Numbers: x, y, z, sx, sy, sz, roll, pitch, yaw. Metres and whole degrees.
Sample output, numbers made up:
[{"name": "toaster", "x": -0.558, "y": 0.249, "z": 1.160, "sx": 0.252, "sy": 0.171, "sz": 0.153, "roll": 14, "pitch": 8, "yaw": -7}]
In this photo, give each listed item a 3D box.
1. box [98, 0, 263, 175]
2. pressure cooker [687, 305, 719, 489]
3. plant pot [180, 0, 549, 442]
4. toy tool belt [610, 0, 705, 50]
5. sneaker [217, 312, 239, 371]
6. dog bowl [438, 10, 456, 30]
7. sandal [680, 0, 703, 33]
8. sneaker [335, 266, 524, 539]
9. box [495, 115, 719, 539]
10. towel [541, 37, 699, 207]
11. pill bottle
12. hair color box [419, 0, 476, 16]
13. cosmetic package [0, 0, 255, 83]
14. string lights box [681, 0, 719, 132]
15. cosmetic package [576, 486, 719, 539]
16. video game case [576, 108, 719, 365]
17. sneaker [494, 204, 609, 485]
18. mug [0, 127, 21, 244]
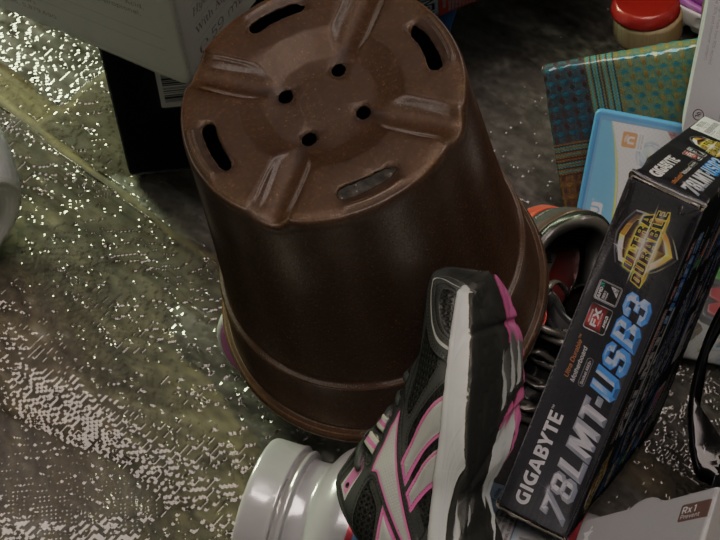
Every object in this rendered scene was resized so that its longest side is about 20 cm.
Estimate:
[{"name": "box", "x": -0.117, "y": -0.206, "z": 1.169, "sx": 0.123, "sy": 0.201, "sz": 0.198, "roll": -6, "pitch": 56, "yaw": -1}, {"name": "pressure cooker", "x": 0.288, "y": 0.079, "z": 0.985, "sx": 0.198, "sy": 0.180, "sz": 0.176, "roll": 21, "pitch": 44, "yaw": 15}, {"name": "plant pot", "x": -0.003, "y": -0.040, "z": 0.951, "sx": 0.198, "sy": 0.199, "sz": 0.202, "roll": -5, "pitch": 58, "yaw": 9}, {"name": "toy tool belt", "x": 0.268, "y": -0.131, "z": 1.164, "sx": 0.198, "sy": 0.124, "sz": 0.126, "roll": 1, "pitch": 44, "yaw": 9}, {"name": "sneaker", "x": 0.000, "y": 0.000, "z": 1.107, "sx": 0.198, "sy": 0.081, "sz": 0.089, "roll": -11, "pitch": 40, "yaw": -9}, {"name": "dog bowl", "x": 0.013, "y": -0.166, "z": 1.227, "sx": 0.110, "sy": 0.050, "sz": 0.201, "roll": 10, "pitch": 57, "yaw": 3}, {"name": "sandal", "x": 0.314, "y": -0.188, "z": 1.235, "sx": 0.201, "sy": 0.050, "sz": 0.083, "roll": 9, "pitch": 57, "yaw": 7}, {"name": "sneaker", "x": 0.027, "y": 0.097, "z": 0.880, "sx": 0.086, "sy": 0.080, "sz": 0.202, "roll": 7, "pitch": 90, "yaw": 24}, {"name": "box", "x": 0.155, "y": 0.026, "z": 0.960, "sx": 0.049, "sy": 0.202, "sz": 0.198, "roll": 25, "pitch": 21, "yaw": 17}, {"name": "towel", "x": 0.224, "y": -0.076, "z": 1.103, "sx": 0.198, "sy": 0.148, "sz": 0.022, "roll": -8, "pitch": 12, "yaw": 13}, {"name": "pill bottle", "x": 0.033, "y": 0.162, "z": 0.972, "sx": 0.198, "sy": 0.109, "sz": 0.109, "roll": 17, "pitch": 58, "yaw": 12}, {"name": "hair color box", "x": 0.096, "y": -0.255, "z": 1.178, "sx": 0.198, "sy": 0.064, "sz": 0.112, "roll": -21, "pitch": 80, "yaw": -1}, {"name": "cosmetic package", "x": -0.130, "y": -0.248, "z": 0.957, "sx": 0.164, "sy": 0.201, "sz": 0.165, "roll": 24, "pitch": 62, "yaw": 19}, {"name": "string lights box", "x": 0.300, "y": -0.118, "z": 1.035, "sx": 0.198, "sy": 0.104, "sz": 0.059, "roll": 12, "pitch": 17, "yaw": 8}, {"name": "cosmetic package", "x": 0.202, "y": 0.203, "z": 0.885, "sx": 0.199, "sy": 0.107, "sz": 0.091, "roll": 35, "pitch": 57, "yaw": -19}, {"name": "video game case", "x": 0.232, "y": -0.012, "z": 1.086, "sx": 0.198, "sy": 0.018, "sz": 0.145, "roll": 12, "pitch": 99, "yaw": 10}, {"name": "sneaker", "x": 0.098, "y": 0.048, "z": 1.033, "sx": 0.076, "sy": 0.082, "sz": 0.202, "roll": 21, "pitch": 76, "yaw": -18}, {"name": "mug", "x": -0.325, "y": -0.058, "z": 1.125, "sx": 0.175, "sy": 0.148, "sz": 0.200, "roll": 41, "pitch": 96, "yaw": 18}]
